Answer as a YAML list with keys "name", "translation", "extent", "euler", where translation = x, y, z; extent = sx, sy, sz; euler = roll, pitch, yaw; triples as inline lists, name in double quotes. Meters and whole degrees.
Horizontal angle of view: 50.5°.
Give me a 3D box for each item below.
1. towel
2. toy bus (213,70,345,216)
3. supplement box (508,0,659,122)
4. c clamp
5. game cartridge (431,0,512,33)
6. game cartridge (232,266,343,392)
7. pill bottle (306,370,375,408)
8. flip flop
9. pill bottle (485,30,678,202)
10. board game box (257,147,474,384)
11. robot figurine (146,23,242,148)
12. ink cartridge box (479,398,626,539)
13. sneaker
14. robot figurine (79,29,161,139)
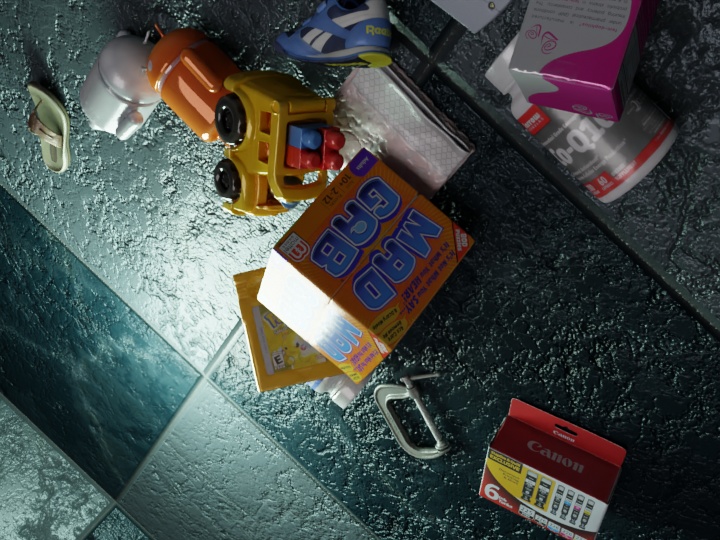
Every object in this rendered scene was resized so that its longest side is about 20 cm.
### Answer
- name: "towel"
  translation: [0.038, -0.178, 1.063]
  extent: [0.200, 0.032, 0.191]
  euler: [44, 138, 0]
- name: "toy bus"
  translation: [-0.099, -0.156, 1.053]
  extent: [0.191, 0.134, 0.203]
  euler: [29, 121, 40]
- name: "supplement box"
  translation: [0.225, -0.260, 0.725]
  extent: [0.100, 0.103, 0.203]
  euler: [19, 90, 24]
- name: "c clamp"
  translation: [0.103, 0.266, 1.374]
  extent: [0.169, 0.027, 0.202]
  euler: [-5, 119, 39]
- name: "game cartridge"
  translation: [0.139, -0.368, 0.829]
  extent: [0.132, 0.042, 0.201]
  euler: [36, 138, 2]
- name: "game cartridge"
  translation: [-0.109, 0.086, 1.271]
  extent: [0.173, 0.032, 0.203]
  euler: [-13, 92, 5]
- name: "pill bottle"
  translation: [-0.074, 0.141, 1.343]
  extent: [0.199, 0.114, 0.114]
  euler: [41, 138, 2]
- name: "flip flop"
  translation: [-0.602, -0.265, 1.459]
  extent: [0.080, 0.058, 0.202]
  euler: [30, 136, 14]
- name: "pill bottle"
  translation: [0.239, -0.183, 0.843]
  extent: [0.200, 0.114, 0.114]
  euler: [43, 138, 0]
- name: "board game box"
  translation: [0.000, 0.000, 1.073]
  extent: [0.199, 0.201, 0.200]
  euler: [39, 156, 2]
- name: "robot figurine"
  translation: [-0.234, -0.272, 1.131]
  extent: [0.200, 0.144, 0.117]
  euler: [46, 116, -4]
- name: "ink cartridge box"
  translation: [0.304, 0.325, 1.226]
  extent: [0.198, 0.084, 0.178]
  euler: [21, 133, 23]
- name: "sneaker"
  translation: [-0.034, -0.306, 0.985]
  extent: [0.198, 0.073, 0.084]
  euler: [13, 103, 41]
- name: "robot figurine"
  translation: [-0.376, -0.295, 1.221]
  extent: [0.199, 0.112, 0.172]
  euler: [-33, 67, 47]
